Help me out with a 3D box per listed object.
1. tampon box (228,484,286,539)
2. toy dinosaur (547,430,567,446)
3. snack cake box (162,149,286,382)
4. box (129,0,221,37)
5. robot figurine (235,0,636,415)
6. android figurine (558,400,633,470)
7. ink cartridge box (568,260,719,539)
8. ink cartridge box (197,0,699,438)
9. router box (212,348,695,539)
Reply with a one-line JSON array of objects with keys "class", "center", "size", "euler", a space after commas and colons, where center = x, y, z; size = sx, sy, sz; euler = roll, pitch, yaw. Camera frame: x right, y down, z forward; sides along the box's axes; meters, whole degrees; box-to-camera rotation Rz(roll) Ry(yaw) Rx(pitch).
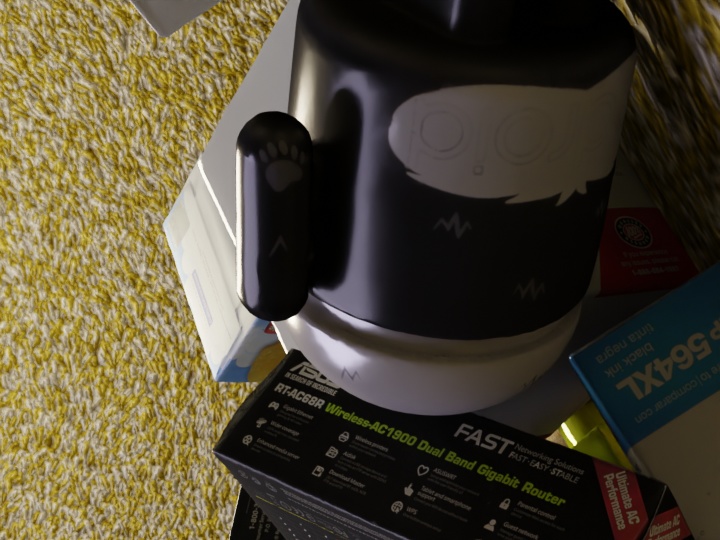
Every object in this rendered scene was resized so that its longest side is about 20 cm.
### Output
[{"class": "tampon box", "center": [0.003, 0.183, 0.879], "size": [0.200, 0.126, 0.150], "euler": [79, -160, -63]}, {"class": "toy dinosaur", "center": [0.123, 0.116, 0.989], "size": [0.058, 0.101, 0.200], "euler": [30, -170, -13]}, {"class": "snack cake box", "center": [0.000, 0.000, 0.896], "size": [0.200, 0.067, 0.115], "euler": [3, -132, -33]}, {"class": "box", "center": [-0.094, -0.264, 0.744], "size": [0.200, 0.171, 0.199], "euler": [56, -176, -38]}, {"class": "robot figurine", "center": [0.031, -0.043, 0.579], "size": [0.125, 0.150, 0.200], "euler": [-90, 6, -59]}, {"class": "android figurine", "center": [0.170, 0.155, 0.811], "size": [0.182, 0.041, 0.200], "euler": [31, -156, -41]}, {"class": "ink cartridge box", "center": [0.181, 0.107, 0.671], "size": [0.200, 0.084, 0.146], "euler": [59, -176, 15]}, {"class": "ink cartridge box", "center": [0.037, -0.027, 0.783], "size": [0.145, 0.145, 0.200], "euler": [-5, -124, -37]}, {"class": "router box", "center": [0.053, 0.122, 0.645], "size": [0.200, 0.062, 0.150], "euler": [18, 150, 41]}]
